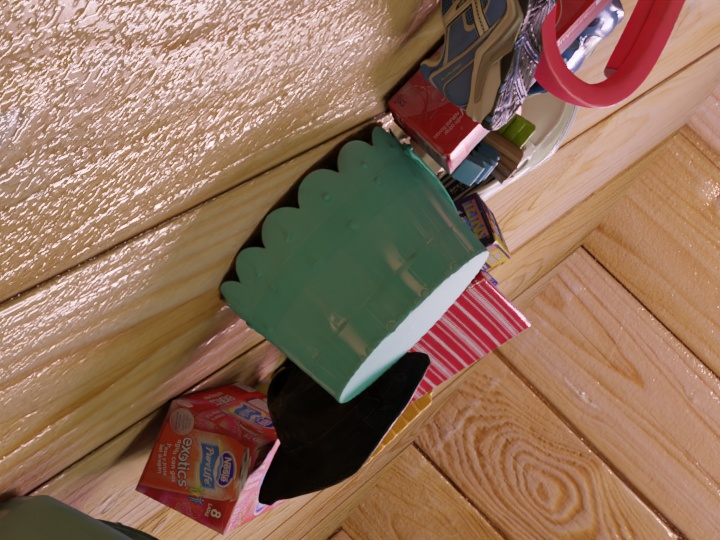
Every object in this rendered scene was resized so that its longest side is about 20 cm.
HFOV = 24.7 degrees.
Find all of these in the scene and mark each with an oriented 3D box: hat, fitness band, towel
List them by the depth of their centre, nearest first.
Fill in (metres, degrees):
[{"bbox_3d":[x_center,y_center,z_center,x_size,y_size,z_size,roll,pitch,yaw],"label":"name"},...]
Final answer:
[{"bbox_3d":[0.188,-0.223,1.253,0.143,0.037,0.202,34,77,-38],"label":"fitness band"},{"bbox_3d":[-0.034,0.113,1.456,0.200,0.081,0.201,-34,-164,11],"label":"hat"},{"bbox_3d":[0.073,0.079,1.760,0.199,0.023,0.144,-33,146,12],"label":"towel"}]

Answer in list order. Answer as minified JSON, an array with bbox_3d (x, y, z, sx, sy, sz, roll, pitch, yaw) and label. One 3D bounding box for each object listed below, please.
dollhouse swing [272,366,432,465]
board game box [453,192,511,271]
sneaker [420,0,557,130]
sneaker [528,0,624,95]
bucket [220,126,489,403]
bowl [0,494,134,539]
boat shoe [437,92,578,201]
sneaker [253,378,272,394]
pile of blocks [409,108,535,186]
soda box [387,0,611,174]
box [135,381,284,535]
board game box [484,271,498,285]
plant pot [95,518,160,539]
[{"bbox_3d":[0.023,0.107,1.844,0.200,0.183,0.175,-40,-171,-27],"label":"dollhouse swing"},{"bbox_3d":[0.061,-0.012,1.643,0.164,0.057,0.200,-25,173,6],"label":"board game box"},{"bbox_3d":[0.098,-0.202,1.164,0.076,0.077,0.202,-24,139,-57],"label":"sneaker"},{"bbox_3d":[0.174,-0.210,1.442,0.082,0.074,0.200,-42,169,-11],"label":"sneaker"},{"bbox_3d":[0.000,0.000,1.357,0.207,0.135,0.207,-43,171,-9],"label":"bucket"},{"bbox_3d":[-0.277,0.258,1.311,0.201,0.105,0.201,-45,171,-10],"label":"bowl"},{"bbox_3d":[0.145,-0.120,1.670,0.200,0.074,0.067,-46,173,6],"label":"boat shoe"},{"bbox_3d":[-0.052,0.166,1.719,0.199,0.075,0.106,-13,-117,57],"label":"sneaker"},{"bbox_3d":[0.116,-0.126,1.501,0.062,0.082,0.200,-51,169,30],"label":"pile of blocks"},{"bbox_3d":[0.113,-0.176,1.315,0.200,0.070,0.063,-47,171,-2],"label":"soda box"},{"bbox_3d":[-0.125,0.178,1.587,0.096,0.099,0.200,-67,168,7],"label":"box"},{"bbox_3d":[0.109,0.094,2.482,0.201,0.045,0.152,-53,169,32],"label":"board game box"},{"bbox_3d":[-0.241,0.305,1.490,0.200,0.198,0.136,-2,108,-76],"label":"plant pot"}]
